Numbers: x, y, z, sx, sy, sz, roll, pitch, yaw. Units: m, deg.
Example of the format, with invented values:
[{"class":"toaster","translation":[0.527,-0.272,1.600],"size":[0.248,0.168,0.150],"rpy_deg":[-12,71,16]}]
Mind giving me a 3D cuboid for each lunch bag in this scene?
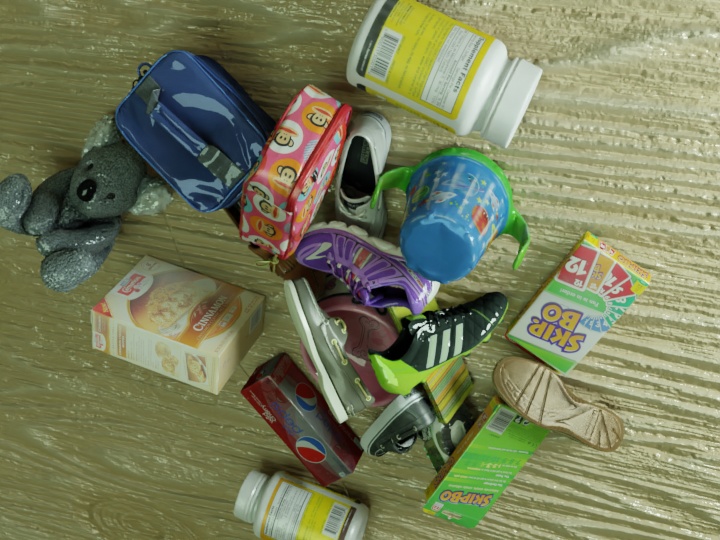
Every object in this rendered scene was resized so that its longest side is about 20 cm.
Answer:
[{"class":"lunch bag","translation":[-0.199,-0.177,1.292],"size":[0.200,0.132,0.136],"rpy_deg":[44,100,-1]},{"class":"lunch bag","translation":[-0.074,-0.125,1.270],"size":[0.081,0.178,0.200],"rpy_deg":[26,155,2]}]

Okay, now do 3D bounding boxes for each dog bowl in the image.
[{"class":"dog bowl","translation":[0.004,0.100,1.451],"size":[0.197,0.074,0.203],"rpy_deg":[12,125,17]}]

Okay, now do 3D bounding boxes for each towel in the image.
[{"class":"towel","translation":[0.092,0.098,1.405],"size":[0.018,0.086,0.202],"rpy_deg":[-6,118,41]}]

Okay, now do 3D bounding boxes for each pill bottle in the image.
[{"class":"pill bottle","translation":[0.093,-0.221,1.177],"size":[0.198,0.115,0.115],"rpy_deg":[26,128,6]},{"class":"pill bottle","translation":[-0.094,0.386,1.657],"size":[0.197,0.110,0.110],"rpy_deg":[20,127,11]}]

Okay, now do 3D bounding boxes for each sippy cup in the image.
[{"class":"sippy cup","translation":[0.106,-0.058,1.263],"size":[0.175,0.131,0.141],"rpy_deg":[-8,119,25]}]

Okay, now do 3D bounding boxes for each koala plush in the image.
[{"class":"koala plush","translation":[-0.367,-0.103,1.454],"size":[0.200,0.184,0.178],"rpy_deg":[-42,87,17]}]

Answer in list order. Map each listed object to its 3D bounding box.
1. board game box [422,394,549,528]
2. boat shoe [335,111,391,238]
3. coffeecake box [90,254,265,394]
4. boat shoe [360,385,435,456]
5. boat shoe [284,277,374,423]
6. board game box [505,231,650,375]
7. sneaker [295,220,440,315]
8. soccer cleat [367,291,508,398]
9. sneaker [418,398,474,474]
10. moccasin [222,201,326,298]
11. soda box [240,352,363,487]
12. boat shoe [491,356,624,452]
[{"class":"board game box","translation":[0.171,0.268,1.458],"size":[0.095,0.030,0.201],"rpy_deg":[24,109,-23]},{"class":"boat shoe","translation":[-0.005,-0.099,1.331],"size":[0.073,0.066,0.202],"rpy_deg":[12,125,16]},{"class":"coffeecake box","translation":[-0.256,0.073,1.498],"size":[0.197,0.154,0.074],"rpy_deg":[18,126,12]},{"class":"boat shoe","translation":[0.052,0.227,1.481],"size":[0.057,0.068,0.201],"rpy_deg":[55,152,17]},{"class":"boat shoe","translation":[-0.042,0.097,1.386],"size":[0.060,0.072,0.204],"rpy_deg":[-24,100,-9]},{"class":"board game box","translation":[0.266,0.050,1.324],"size":[0.095,0.030,0.201],"rpy_deg":[33,131,1]},{"class":"sneaker","translation":[0.000,0.000,1.326],"size":[0.198,0.084,0.081],"rpy_deg":[17,146,21]},{"class":"soccer cleat","translation":[0.100,0.078,1.338],"size":[0.199,0.067,0.082],"rpy_deg":[-35,111,-9]},{"class":"sneaker","translation":[0.122,0.257,1.521],"size":[0.088,0.076,0.202],"rpy_deg":[29,138,45]},{"class":"moccasin","translation":[-0.119,-0.042,1.404],"size":[0.073,0.078,0.203],"rpy_deg":[-24,106,36]},{"class":"soda box","translation":[-0.085,0.223,1.577],"size":[0.070,0.064,0.201],"rpy_deg":[-30,105,35]},{"class":"boat shoe","translation":[0.250,0.177,1.389],"size":[0.198,0.073,0.072],"rpy_deg":[27,169,-12]}]
